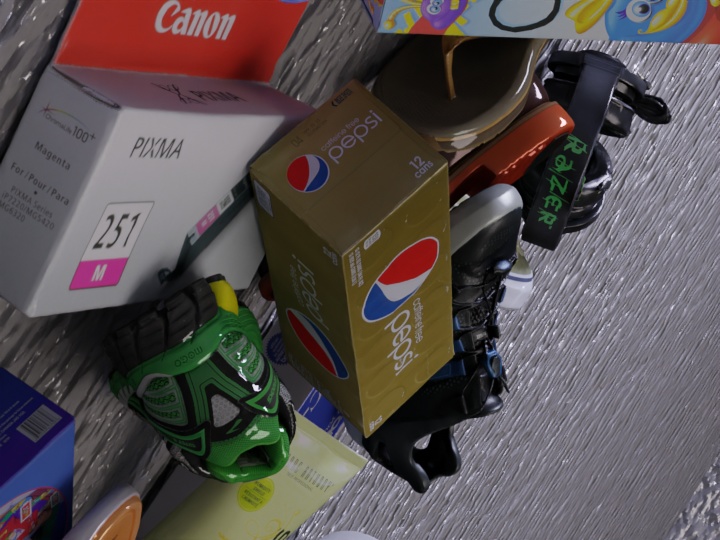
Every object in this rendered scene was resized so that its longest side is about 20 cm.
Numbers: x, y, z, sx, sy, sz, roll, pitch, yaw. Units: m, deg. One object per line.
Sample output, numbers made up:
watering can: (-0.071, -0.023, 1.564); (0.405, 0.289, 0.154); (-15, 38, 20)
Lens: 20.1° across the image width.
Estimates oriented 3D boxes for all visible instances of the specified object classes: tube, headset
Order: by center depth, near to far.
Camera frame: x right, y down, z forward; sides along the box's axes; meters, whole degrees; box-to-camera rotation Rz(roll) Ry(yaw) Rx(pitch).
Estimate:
tube: (-0.088, 0.149, 1.039); (0.200, 0.052, 0.058); (-42, 180, 7)
headset: (0.153, -0.084, 1.314); (0.200, 0.093, 0.124); (-65, 174, -64)

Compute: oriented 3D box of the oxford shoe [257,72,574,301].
oxford shoe: (0.018, -0.051, 1.090); (0.199, 0.073, 0.071); (-32, 170, -22)

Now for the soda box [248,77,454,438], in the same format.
soda box: (0.000, 0.000, 0.966); (0.068, 0.064, 0.200); (-41, 158, -17)

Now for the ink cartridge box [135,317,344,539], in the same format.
ink cartridge box: (-0.077, 0.129, 1.138); (0.201, 0.044, 0.094); (-56, 163, -11)

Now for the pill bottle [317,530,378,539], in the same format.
pill bottle: (-0.048, 0.245, 1.282); (0.200, 0.113, 0.115); (-26, 143, -58)

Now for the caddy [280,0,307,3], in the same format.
caddy: (-0.047, -0.182, 0.651); (0.141, 0.105, 0.201); (-1, 124, -42)

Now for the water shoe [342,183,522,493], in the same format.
water shoe: (0.058, 0.039, 1.115); (0.071, 0.079, 0.201); (-27, 153, -42)

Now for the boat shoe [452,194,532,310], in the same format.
boat shoe: (0.067, -0.018, 1.243); (0.062, 0.072, 0.200); (-65, 160, 5)

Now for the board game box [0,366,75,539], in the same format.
board game box: (-0.202, 0.152, 0.852); (0.200, 0.045, 0.135); (-44, 157, -37)

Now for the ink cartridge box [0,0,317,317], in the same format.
ink cartridge box: (-0.068, -0.071, 0.858); (0.175, 0.043, 0.200); (-62, 161, 14)

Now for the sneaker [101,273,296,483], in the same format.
sneaker: (-0.071, 0.064, 0.938); (0.078, 0.086, 0.200); (-29, 174, -2)

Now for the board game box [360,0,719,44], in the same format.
board game box: (0.095, -0.169, 0.871); (0.198, 0.105, 0.104); (-1, 131, -21)

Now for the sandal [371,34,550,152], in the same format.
sandal: (0.069, -0.135, 1.069); (0.200, 0.080, 0.054); (-48, 143, -33)

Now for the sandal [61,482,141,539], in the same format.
sandal: (-0.124, 0.182, 0.935); (0.079, 0.059, 0.207); (-42, 163, -41)
